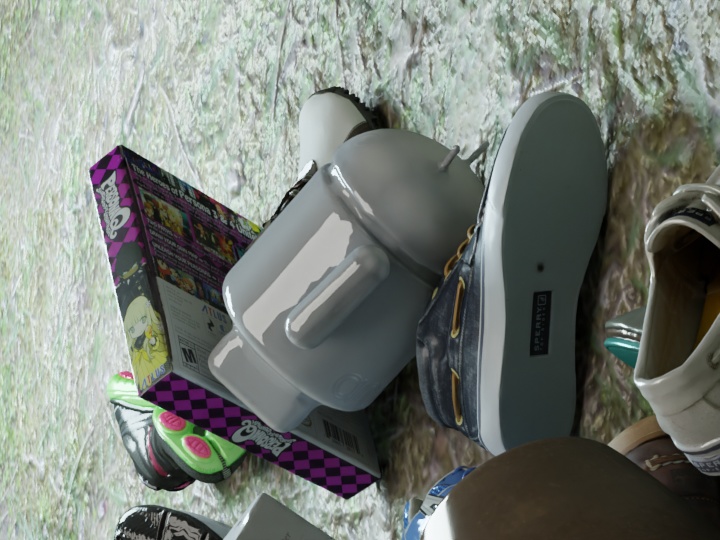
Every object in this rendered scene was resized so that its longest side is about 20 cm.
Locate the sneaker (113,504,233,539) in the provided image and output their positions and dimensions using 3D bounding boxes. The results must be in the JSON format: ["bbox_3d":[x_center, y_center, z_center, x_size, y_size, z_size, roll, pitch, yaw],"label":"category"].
[{"bbox_3d":[-0.050,0.195,1.506,0.200,0.115,0.076,20,102,30],"label":"sneaker"}]

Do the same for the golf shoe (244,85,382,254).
[{"bbox_3d":[-0.028,-0.034,1.545,0.078,0.094,0.201,124,143,-50],"label":"golf shoe"}]

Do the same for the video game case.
[{"bbox_3d":[-0.078,0.034,1.531,0.036,0.200,0.182,-35,50,23],"label":"video game case"}]

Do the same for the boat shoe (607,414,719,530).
[{"bbox_3d":[0.117,0.156,1.224,0.200,0.070,0.071,119,146,-44],"label":"boat shoe"}]

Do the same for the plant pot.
[{"bbox_3d":[0.108,0.167,1.076,0.175,0.199,0.201,60,139,45],"label":"plant pot"}]

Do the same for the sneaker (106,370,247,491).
[{"bbox_3d":[-0.125,0.122,1.781,0.200,0.076,0.084,-155,53,-67],"label":"sneaker"}]

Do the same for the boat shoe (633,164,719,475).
[{"bbox_3d":[0.158,-0.006,1.069,0.071,0.070,0.201,-22,33,40],"label":"boat shoe"}]

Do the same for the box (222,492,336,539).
[{"bbox_3d":[-0.021,0.247,1.308,0.152,0.200,0.106,-57,2,-39],"label":"box"}]

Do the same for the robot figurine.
[{"bbox_3d":[0.000,0.000,1.413,0.200,0.113,0.170,-48,4,16],"label":"robot figurine"}]

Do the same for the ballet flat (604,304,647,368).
[{"bbox_3d":[0.184,0.036,1.124,0.064,0.067,0.200,-58,26,-4],"label":"ballet flat"}]

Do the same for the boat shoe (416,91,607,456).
[{"bbox_3d":[0.074,0.000,1.327,0.091,0.071,0.201,19,105,56],"label":"boat shoe"}]

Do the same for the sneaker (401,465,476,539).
[{"bbox_3d":[0.069,0.139,1.327,0.200,0.075,0.077,-36,53,54],"label":"sneaker"}]
